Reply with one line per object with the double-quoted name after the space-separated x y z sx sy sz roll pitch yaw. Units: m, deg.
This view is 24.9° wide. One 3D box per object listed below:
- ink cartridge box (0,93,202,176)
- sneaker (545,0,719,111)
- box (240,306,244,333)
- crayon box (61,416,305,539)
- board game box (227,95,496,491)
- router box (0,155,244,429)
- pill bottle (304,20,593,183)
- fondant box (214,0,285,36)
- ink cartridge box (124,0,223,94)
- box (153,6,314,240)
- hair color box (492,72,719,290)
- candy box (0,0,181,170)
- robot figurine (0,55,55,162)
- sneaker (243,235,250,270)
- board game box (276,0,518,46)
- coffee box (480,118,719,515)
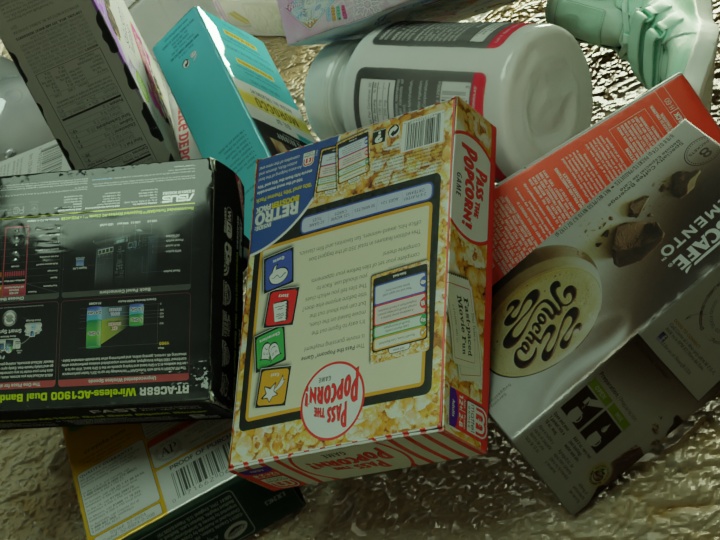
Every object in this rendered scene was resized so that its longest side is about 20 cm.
-0.187 -0.046 1.252 0.198 0.086 0.148 -20 36 8 "ink cartridge box"
0.185 -0.152 1.125 0.117 0.074 0.201 4 32 5 "sneaker"
0.000 0.000 1.074 0.049 0.083 0.200 9 49 40 "box"
-0.123 0.106 1.050 0.125 0.052 0.200 -28 36 -1 "crayon box"
0.001 0.015 0.933 0.151 0.046 0.202 -14 60 35 "board game box"
-0.171 0.018 1.008 0.198 0.062 0.151 -4 75 15 "router box"
0.057 -0.122 1.162 0.199 0.111 0.111 9 49 42 "pill bottle"
-0.059 -0.299 1.506 0.143 0.058 0.200 7 47 39 "fondant box"
-0.200 -0.195 1.392 0.083 0.147 0.199 -45 38 -22 "ink cartridge box"
-0.075 -0.093 1.162 0.049 0.082 0.201 -41 56 20 "box"
0.125 -0.034 1.011 0.199 0.102 0.062 -31 78 -5 "hair color box"
-0.201 -0.163 1.160 0.071 0.201 0.168 -23 36 2 "candy box"
-0.309 -0.120 1.399 0.168 0.114 0.200 -12 25 -31 "robot figurine"
-0.154 0.039 1.069 0.199 0.072 0.083 -23 69 9 "sneaker"
0.071 -0.218 1.221 0.198 0.044 0.200 -16 1 31 "board game box"
0.153 0.024 0.919 0.200 0.080 0.113 -40 36 1 "coffee box"
